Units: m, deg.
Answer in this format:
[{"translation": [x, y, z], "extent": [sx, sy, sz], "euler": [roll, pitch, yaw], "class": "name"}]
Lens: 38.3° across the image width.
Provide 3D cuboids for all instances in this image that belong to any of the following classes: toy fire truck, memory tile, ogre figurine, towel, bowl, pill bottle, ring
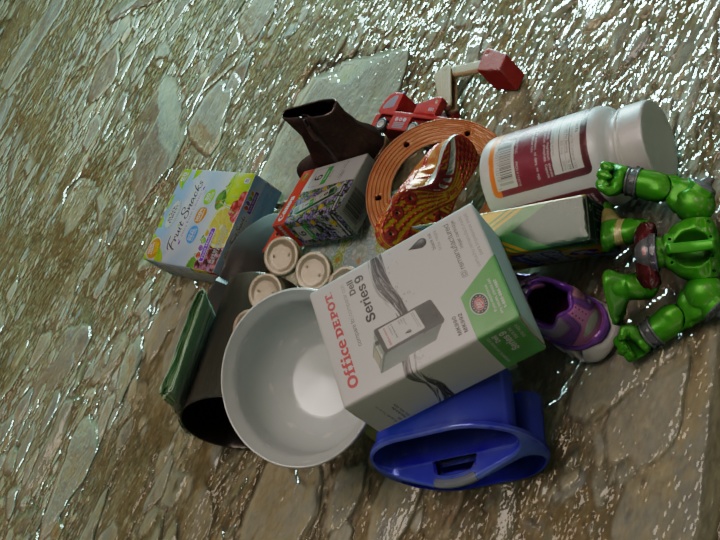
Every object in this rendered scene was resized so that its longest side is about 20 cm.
[{"translation": [0.115, -0.235, 1.427], "extent": [0.200, 0.049, 0.142], "euler": [17, 76, 48], "class": "toy fire truck"}, {"translation": [-0.056, 0.057, 1.269], "extent": [0.199, 0.017, 0.154], "euler": [24, 93, 24], "class": "memory tile"}, {"translation": [0.308, -0.014, 1.058], "extent": [0.119, 0.098, 0.201], "euler": [-7, 66, 29], "class": "ogre figurine"}, {"translation": [0.000, 0.000, 1.388], "extent": [0.171, 0.048, 0.201], "euler": [-20, 52, 37], "class": "towel"}, {"translation": [-0.054, 0.125, 1.201], "extent": [0.200, 0.090, 0.202], "euler": [-4, 82, 24], "class": "bowl"}, {"translation": [0.247, -0.121, 1.179], "extent": [0.199, 0.114, 0.115], "euler": [-13, 56, 38], "class": "pill bottle"}, {"translation": [-0.226, 0.133, 1.418], "extent": [0.023, 0.200, 0.153], "euler": [13, 66, 8], "class": "towel"}, {"translation": [0.103, -0.104, 1.331], "extent": [0.199, 0.019, 0.202], "euler": [-7, 66, 17], "class": "ring"}]

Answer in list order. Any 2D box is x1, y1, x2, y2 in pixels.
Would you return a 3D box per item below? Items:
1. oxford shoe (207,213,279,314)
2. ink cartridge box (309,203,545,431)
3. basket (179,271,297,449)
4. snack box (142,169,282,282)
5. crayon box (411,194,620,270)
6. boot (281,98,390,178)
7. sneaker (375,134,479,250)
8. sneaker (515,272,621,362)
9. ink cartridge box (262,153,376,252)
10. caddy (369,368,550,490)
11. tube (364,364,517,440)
[{"translation": [-0.167, 0.002, 1.533], "extent": [0.071, 0.071, 0.200], "euler": [31, 70, 9], "class": "oxford shoe"}, {"translation": [0.064, 0.051, 1.050], "extent": [0.199, 0.084, 0.146], "euler": [-30, 54, 15], "class": "ink cartridge box"}, {"translation": [-0.148, 0.115, 1.389], "extent": [0.180, 0.135, 0.201], "euler": [-42, 31, 52], "class": "basket"}, {"translation": [-0.237, -0.070, 1.639], "extent": [0.199, 0.068, 0.169], "euler": [7, 71, 47], "class": "snack box"}, {"translation": [0.173, -0.033, 1.153], "extent": [0.199, 0.126, 0.052], "euler": [-9, 80, 27], "class": "crayon box"}, {"translation": [-0.055, -0.184, 1.464], "extent": [0.199, 0.166, 0.073], "euler": [-3, 63, 42], "class": "boot"}, {"translation": [0.077, -0.085, 1.258], "extent": [0.077, 0.073, 0.200], "euler": [-29, 15, 52], "class": "sneaker"}, {"translation": [0.190, 0.036, 1.152], "extent": [0.200, 0.088, 0.081], "euler": [17, 79, 50], "class": "sneaker"}, {"translation": [-0.065, -0.090, 1.441], "extent": [0.199, 0.050, 0.109], "euler": [-9, 44, 45], "class": "ink cartridge box"}, {"translation": [0.104, 0.180, 1.100], "extent": [0.199, 0.141, 0.105], "euler": [-20, 49, 35], "class": "caddy"}, {"translation": [0.082, 0.128, 1.200], "extent": [0.200, 0.058, 0.052], "euler": [-36, 27, 24], "class": "tube"}]
